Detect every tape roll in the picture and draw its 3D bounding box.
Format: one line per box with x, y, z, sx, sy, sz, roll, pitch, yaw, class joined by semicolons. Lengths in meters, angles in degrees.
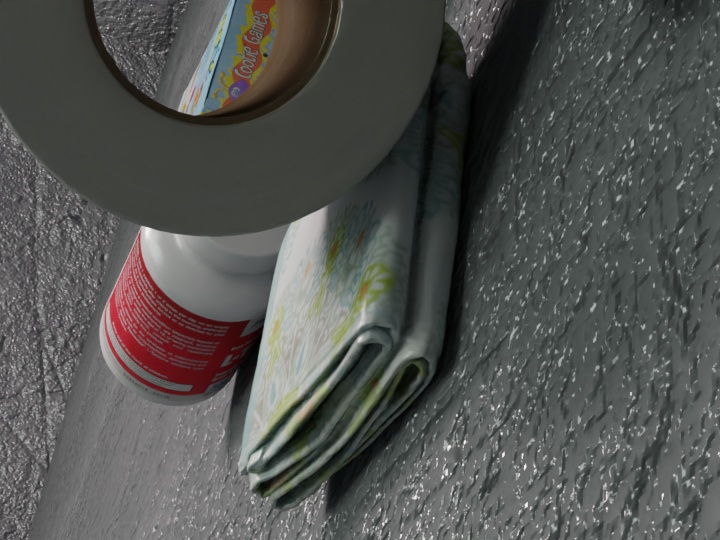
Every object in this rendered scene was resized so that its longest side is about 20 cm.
-0.075;-0.121;0.616;0.139;0.201;0.204;-154;83;-76;tape roll

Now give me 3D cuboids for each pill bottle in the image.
-0.112;0.006;0.960;0.200;0.112;0.113;126;159;-51;pill bottle

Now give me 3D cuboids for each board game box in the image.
-0.075;-0.109;0.983;0.200;0.102;0.106;140;146;-66;board game box

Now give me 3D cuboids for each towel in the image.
0.000;0.000;0.669;0.171;0.048;0.201;129;156;-48;towel
